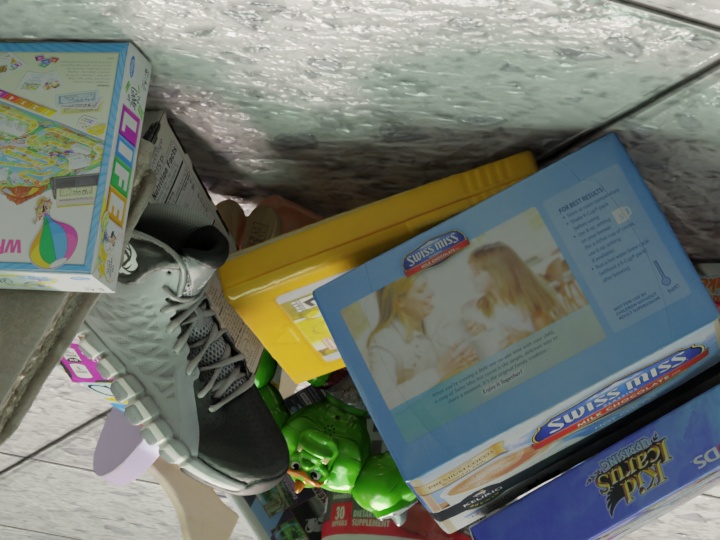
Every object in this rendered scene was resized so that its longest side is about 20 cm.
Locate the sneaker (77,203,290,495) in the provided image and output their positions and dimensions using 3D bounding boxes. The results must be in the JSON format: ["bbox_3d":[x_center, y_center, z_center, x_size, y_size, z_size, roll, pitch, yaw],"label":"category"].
[{"bbox_3d":[-0.096,0.035,1.339,0.200,0.075,0.115,45,129,-4],"label":"sneaker"}]

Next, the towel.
[{"bbox_3d":[-0.206,-0.007,1.311,0.132,0.200,0.034,26,169,28],"label":"towel"}]

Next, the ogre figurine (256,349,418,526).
[{"bbox_3d":[-0.008,0.093,1.574,0.200,0.120,0.098,22,-168,-11],"label":"ogre figurine"}]

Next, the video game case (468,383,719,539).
[{"bbox_3d":[0.183,0.118,1.400,0.200,0.046,0.181,-32,169,18],"label":"video game case"}]

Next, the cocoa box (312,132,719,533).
[{"bbox_3d":[0.096,0.038,1.340,0.200,0.134,0.131,-28,158,2],"label":"cocoa box"}]

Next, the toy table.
[{"bbox_3d":[-0.131,0.136,1.886,0.117,0.184,0.200,29,171,-15],"label":"toy table"}]

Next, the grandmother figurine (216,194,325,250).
[{"bbox_3d":[0.000,0.000,1.547,0.200,0.061,0.121,17,-176,-41],"label":"grandmother figurine"}]

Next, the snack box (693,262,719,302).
[{"bbox_3d":[0.234,0.028,1.561,0.200,0.037,0.116,-1,162,29],"label":"snack box"}]

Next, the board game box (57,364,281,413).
[{"bbox_3d":[-0.132,0.049,1.680,0.105,0.103,0.200,3,164,16],"label":"board game box"}]

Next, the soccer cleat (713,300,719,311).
[{"bbox_3d":[0.206,0.035,1.471,0.076,0.067,0.200,-40,121,23],"label":"soccer cleat"}]

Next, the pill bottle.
[{"bbox_3d":[0.036,0.118,1.668,0.110,0.200,0.111,6,164,2],"label":"pill bottle"}]

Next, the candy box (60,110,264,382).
[{"bbox_3d":[-0.152,-0.010,1.443,0.136,0.061,0.200,0,140,24],"label":"candy box"}]

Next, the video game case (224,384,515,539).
[{"bbox_3d":[0.006,0.167,1.741,0.182,0.200,0.023,-28,152,-14],"label":"video game case"}]

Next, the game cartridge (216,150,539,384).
[{"bbox_3d":[0.029,0.002,1.433,0.200,0.033,0.176,-18,157,7],"label":"game cartridge"}]

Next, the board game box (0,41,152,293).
[{"bbox_3d":[-0.222,-0.059,1.292,0.200,0.135,0.034,3,163,19],"label":"board game box"}]
